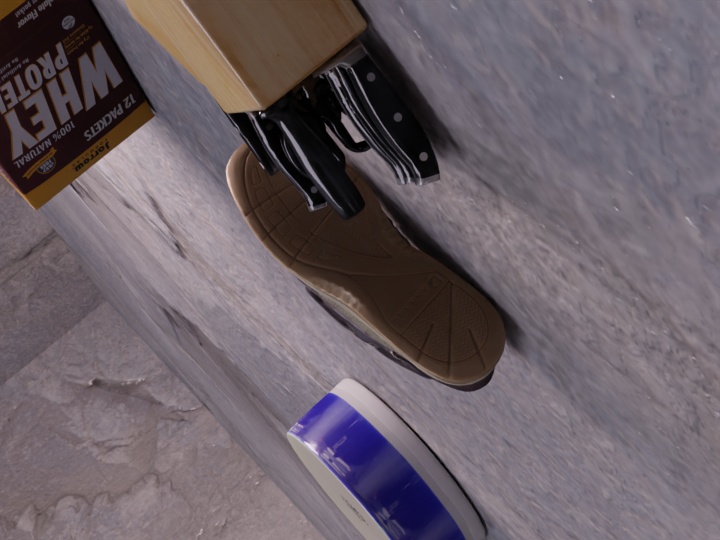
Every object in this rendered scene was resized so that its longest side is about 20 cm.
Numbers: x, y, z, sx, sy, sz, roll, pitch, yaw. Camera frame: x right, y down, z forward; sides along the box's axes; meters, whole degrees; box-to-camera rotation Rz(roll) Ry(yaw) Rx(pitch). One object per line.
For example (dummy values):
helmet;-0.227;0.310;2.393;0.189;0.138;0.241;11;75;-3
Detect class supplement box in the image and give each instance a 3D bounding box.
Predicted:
supplement box;-0.307;-0.197;1.187;0.197;0.133;0.200;41;166;34

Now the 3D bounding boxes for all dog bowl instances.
dog bowl;0.022;0.202;1.348;0.200;0.079;0.200;47;169;13

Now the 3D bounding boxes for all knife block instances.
knife block;-0.043;-0.114;0.635;0.176;0.064;0.200;43;166;28

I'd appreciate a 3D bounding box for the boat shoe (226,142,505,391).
boat shoe;0.000;0.000;0.820;0.200;0.072;0.065;39;161;19
